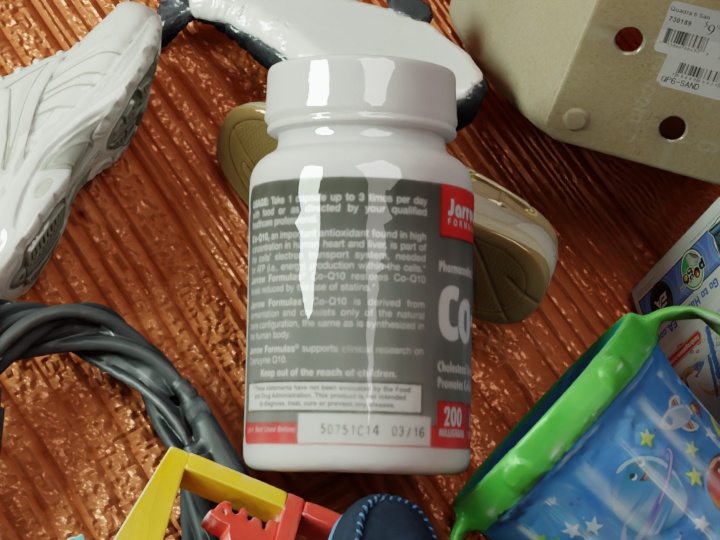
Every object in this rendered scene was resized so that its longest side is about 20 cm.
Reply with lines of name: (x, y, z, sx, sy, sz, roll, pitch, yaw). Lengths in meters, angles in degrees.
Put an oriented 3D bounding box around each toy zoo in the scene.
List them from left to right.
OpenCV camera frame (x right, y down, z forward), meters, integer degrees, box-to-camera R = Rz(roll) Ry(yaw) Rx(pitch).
toy zoo: (-0.044, 0.162, 0.924, 0.199, 0.020, 0.132, 24, 51, -10)

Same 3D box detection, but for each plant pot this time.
plant pot: (0.175, -0.155, 1.108, 0.199, 0.201, 0.177, 15, 33, -10)

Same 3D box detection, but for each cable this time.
cable: (-0.140, 0.103, 0.975, 0.163, 0.051, 0.201, -27, 76, -25)

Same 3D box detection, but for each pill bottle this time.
pill bottle: (0.000, 0.000, 0.998, 0.113, 0.114, 0.201, 3, 84, -17)

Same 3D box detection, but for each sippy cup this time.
sippy cup: (0.137, 0.114, 1.009, 0.130, 0.178, 0.140, 44, 33, 4)

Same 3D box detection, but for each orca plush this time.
orca plush: (-0.023, -0.106, 1.123, 0.199, 0.071, 0.106, 10, 45, 12)

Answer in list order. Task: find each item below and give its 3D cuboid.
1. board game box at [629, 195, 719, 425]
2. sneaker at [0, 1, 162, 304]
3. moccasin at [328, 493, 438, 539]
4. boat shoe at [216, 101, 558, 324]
board game box: (0.237, 0.046, 1.042, 0.056, 0.200, 0.197, -3, 62, -26)
sneaker: (-0.175, -0.081, 1.052, 0.099, 0.078, 0.200, 28, 54, 4)
moccasin: (0.033, 0.187, 0.886, 0.080, 0.068, 0.201, 3, 57, -26)
boat shoe: (0.017, -0.038, 1.101, 0.199, 0.074, 0.069, 29, 32, 7)
